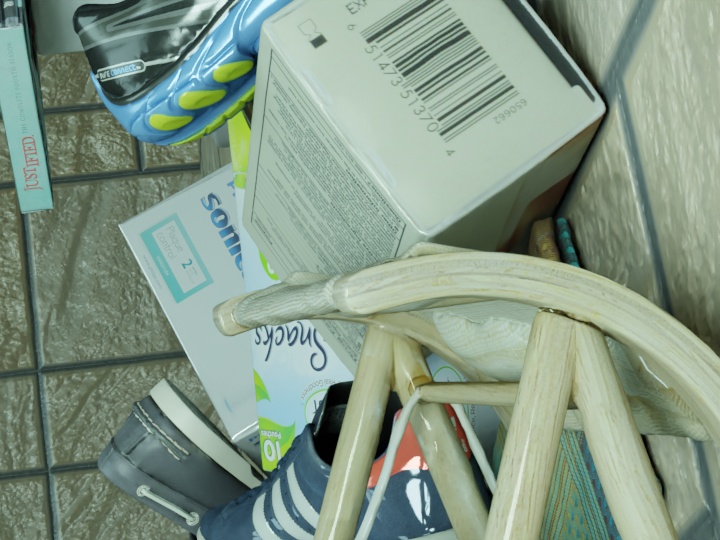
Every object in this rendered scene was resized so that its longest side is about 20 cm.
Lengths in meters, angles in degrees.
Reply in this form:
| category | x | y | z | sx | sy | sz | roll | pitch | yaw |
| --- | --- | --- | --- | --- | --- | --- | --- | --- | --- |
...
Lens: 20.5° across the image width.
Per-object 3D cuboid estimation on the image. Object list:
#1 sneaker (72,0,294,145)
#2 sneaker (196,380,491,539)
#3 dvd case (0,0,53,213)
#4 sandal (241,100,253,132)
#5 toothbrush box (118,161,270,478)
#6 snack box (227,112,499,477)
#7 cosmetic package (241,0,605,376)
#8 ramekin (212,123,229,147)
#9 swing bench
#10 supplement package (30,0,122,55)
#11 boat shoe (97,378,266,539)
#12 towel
| category | x | y | z | sx | sy | sz | roll | pitch | yaw |
| --- | --- | --- | --- | --- | --- | --- | --- | --- | --- |
| sneaker | -0.029 | -0.135 | 0.738 | 0.083 | 0.200 | 0.071 | 50 | -169 | 11 |
| sneaker | -0.012 | 0.093 | 0.910 | 0.200 | 0.075 | 0.085 | -11 | 91 | 51 |
| dvd case | -0.181 | -0.151 | 1.019 | 0.146 | 0.022 | 0.200 | 93 | 169 | -55 |
| sandal | -0.042 | -0.140 | 0.894 | 0.082 | 0.055 | 0.200 | 67 | -166 | -68 |
| toothbrush box | -0.051 | 0.042 | 1.165 | 0.146 | 0.085 | 0.200 | 60 | 178 | 19 |
| snack box | 0.000 | 0.000 | 0.972 | 0.142 | 0.053 | 0.200 | -1 | 96 | 54 |
| cosmetic package | 0.017 | -0.039 | 0.784 | 0.103 | 0.087 | 0.200 | 52 | 164 | 11 |
| ramekin | -0.070 | -0.187 | 1.323 | 0.202 | 0.094 | 0.202 | 168 | 90 | -88 |
| swing bench | 0.038 | 0.093 | 0.632 | 0.199 | 0.130 | 0.200 | 171 | 96 | -76 |
| supplement package | -0.077 | -0.212 | 1.021 | 0.111 | 0.200 | 0.156 | -106 | 12 | -49 |
| boat shoe | -0.079 | 0.135 | 1.110 | 0.073 | 0.063 | 0.200 | 43 | 173 | 43 |
| towel | 0.081 | 0.097 | 0.785 | 0.200 | 0.022 | 0.147 | 95 | 166 | -46 |
